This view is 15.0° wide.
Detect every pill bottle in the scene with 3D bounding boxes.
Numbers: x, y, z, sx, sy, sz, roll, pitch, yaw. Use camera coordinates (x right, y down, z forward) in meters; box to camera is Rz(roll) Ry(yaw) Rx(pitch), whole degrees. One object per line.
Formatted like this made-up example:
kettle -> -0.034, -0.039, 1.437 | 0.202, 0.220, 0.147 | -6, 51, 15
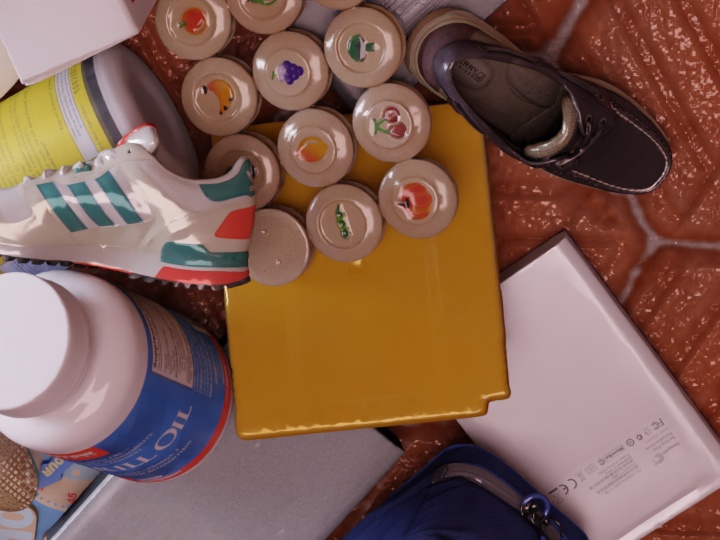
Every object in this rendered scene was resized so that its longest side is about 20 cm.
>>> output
pill bottle -> -0.210, -0.051, 1.727 | 0.200, 0.112, 0.112 | -28, 105, 12
pill bottle -> -0.166, 0.062, 1.666 | 0.112, 0.200, 0.113 | -6, 76, 23

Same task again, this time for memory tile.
memory tile -> -0.034, -0.099, 1.678 | 0.153, 0.017, 0.201 | -16, 99, 19

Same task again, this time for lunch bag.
lunch bag -> 0.055, 0.209, 1.782 | 0.136, 0.132, 0.200 | 42, 122, -11

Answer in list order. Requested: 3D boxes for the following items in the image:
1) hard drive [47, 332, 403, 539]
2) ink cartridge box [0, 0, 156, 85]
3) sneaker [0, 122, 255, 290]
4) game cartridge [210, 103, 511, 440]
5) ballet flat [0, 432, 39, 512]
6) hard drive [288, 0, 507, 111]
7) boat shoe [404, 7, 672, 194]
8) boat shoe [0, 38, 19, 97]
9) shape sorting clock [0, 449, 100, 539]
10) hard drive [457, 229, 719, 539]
hard drive -> -0.089, 0.145, 1.796 | 0.139, 0.033, 0.200 | 40, 97, -17
ink cartridge box -> -0.199, -0.230, 1.649 | 0.084, 0.146, 0.200 | -22, 107, 10
sneaker -> -0.158, -0.047, 1.641 | 0.199, 0.070, 0.094 | 10, 95, -3
game cartridge -> 0.000, 0.000, 1.730 | 0.176, 0.032, 0.201 | -6, 83, 5
ballet flat -> -0.291, 0.084, 1.772 | 0.200, 0.065, 0.071 | 46, 112, 9
hard drive -> -0.012, -0.210, 1.690 | 0.140, 0.033, 0.200 | -42, 99, 7
boat shoe -> 0.116, -0.093, 1.694 | 0.200, 0.065, 0.072 | 30, 109, -27
boat shoe -> -0.296, -0.118, 1.733 | 0.200, 0.069, 0.072 | -31, 126, 19
shape sorting clock -> -0.187, 0.113, 1.818 | 0.199, 0.039, 0.201 | 1, 109, 3
hard drive -> 0.139, 0.089, 1.798 | 0.132, 0.025, 0.200 | -34, 104, 14
